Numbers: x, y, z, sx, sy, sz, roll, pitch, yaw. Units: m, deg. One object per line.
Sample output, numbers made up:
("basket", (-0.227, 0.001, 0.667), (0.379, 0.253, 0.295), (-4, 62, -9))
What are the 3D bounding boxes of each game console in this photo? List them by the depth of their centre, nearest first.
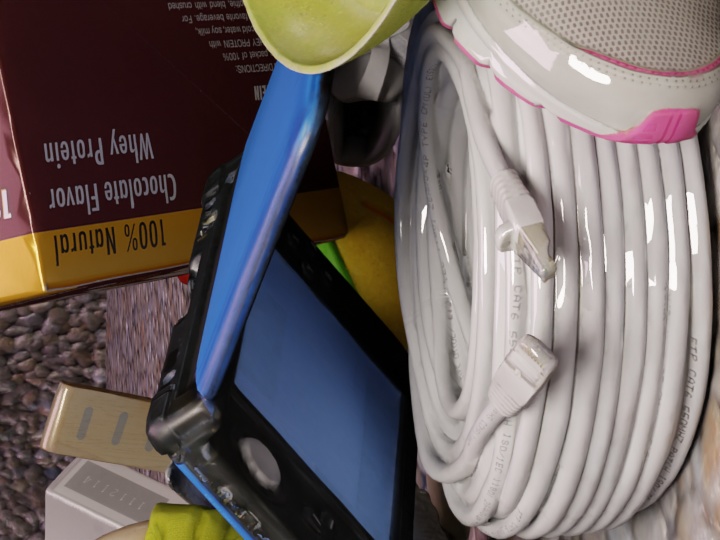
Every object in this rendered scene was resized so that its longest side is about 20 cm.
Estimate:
("game console", (0.000, 0.000, 0.809), (0.171, 0.118, 0.200), (49, -160, -19))

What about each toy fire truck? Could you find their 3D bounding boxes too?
("toy fire truck", (-0.074, 0.036, 1.203), (0.200, 0.128, 0.176), (-19, -71, -80))

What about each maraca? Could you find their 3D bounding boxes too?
("maraca", (-0.013, 0.022, 1.085), (0.200, 0.107, 0.137), (88, 161, -75))

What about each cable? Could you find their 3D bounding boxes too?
("cable", (0.056, -0.012, 0.778), (0.200, 0.069, 0.200), (100, 165, -58))

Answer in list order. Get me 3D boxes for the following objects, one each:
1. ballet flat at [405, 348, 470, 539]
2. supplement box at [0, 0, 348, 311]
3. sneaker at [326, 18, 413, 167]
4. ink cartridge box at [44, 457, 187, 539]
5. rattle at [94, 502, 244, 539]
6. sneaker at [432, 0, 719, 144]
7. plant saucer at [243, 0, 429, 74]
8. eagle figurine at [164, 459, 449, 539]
("ballet flat", (-0.001, 0.073, 0.975), (0.068, 0.068, 0.200), (15, 137, 48))
("supplement box", (-0.129, -0.089, 0.935), (0.197, 0.133, 0.200), (-12, -90, -56))
("sneaker", (-0.013, -0.081, 1.131), (0.200, 0.075, 0.115), (111, 161, -58))
("ink cartridge box", (-0.074, 0.203, 1.248), (0.045, 0.200, 0.176), (-48, -26, -43))
("rattle", (-0.083, 0.184, 0.786), (0.200, 0.130, 0.143), (-53, 14, 9))
("sneaker", (0.062, -0.131, 0.679), (0.088, 0.081, 0.200), (127, 132, -55))
("plant saucer", (0.006, -0.156, 0.688), (0.200, 0.031, 0.200), (-178, 90, -68))
("eagle figurine", (-0.021, 0.139, 0.900), (0.152, 0.200, 0.151), (-49, -5, -33))
